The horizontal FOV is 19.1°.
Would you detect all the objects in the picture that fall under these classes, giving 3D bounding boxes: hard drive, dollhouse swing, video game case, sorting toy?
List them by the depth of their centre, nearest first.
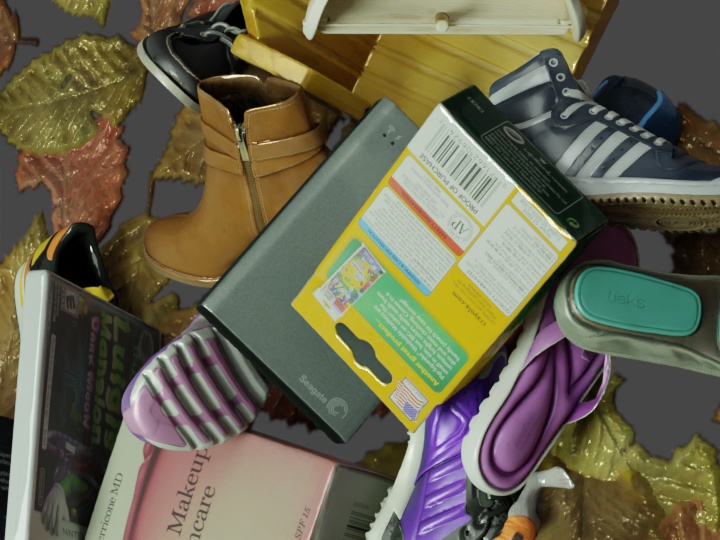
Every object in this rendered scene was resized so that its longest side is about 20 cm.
[{"bbox_3d":[0.060,-0.205,1.426,0.198,0.180,0.108,0,98,-1],"label":"sorting toy"},{"bbox_3d":[0.000,0.000,1.490,0.200,0.140,0.033,-49,10,-15],"label":"hard drive"},{"bbox_3d":[0.050,-0.194,1.537,0.175,0.181,0.201,29,92,47],"label":"dollhouse swing"},{"bbox_3d":[-0.202,0.120,1.592,0.023,0.182,0.202,-5,73,22],"label":"video game case"}]

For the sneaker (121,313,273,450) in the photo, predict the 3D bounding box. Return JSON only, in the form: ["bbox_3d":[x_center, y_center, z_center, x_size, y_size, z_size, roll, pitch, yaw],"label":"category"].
[{"bbox_3d":[-0.101,0.061,1.522,0.088,0.200,0.081,-5,116,47],"label":"sneaker"}]

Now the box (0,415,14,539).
[{"bbox_3d":[-0.294,0.213,1.617,0.117,0.196,0.201,-40,57,19],"label":"box"}]

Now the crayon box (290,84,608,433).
[{"bbox_3d":[0.055,-0.005,1.401,0.126,0.051,0.200,46,127,10],"label":"crayon box"}]

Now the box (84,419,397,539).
[{"bbox_3d":[-0.082,0.180,1.536,0.199,0.109,0.129,14,84,36],"label":"box"}]

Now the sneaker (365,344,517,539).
[{"bbox_3d":[0.078,0.144,1.470,0.099,0.069,0.202,21,92,30],"label":"sneaker"}]

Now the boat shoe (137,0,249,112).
[{"bbox_3d":[-0.115,-0.172,1.626,0.073,0.200,0.063,45,105,-3],"label":"boat shoe"}]

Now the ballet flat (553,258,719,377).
[{"bbox_3d":[0.221,0.036,1.385,0.198,0.064,0.068,13,72,-1],"label":"ballet flat"}]

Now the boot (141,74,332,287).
[{"bbox_3d":[-0.097,-0.067,1.568,0.198,0.156,0.077,4,42,35],"label":"boot"}]

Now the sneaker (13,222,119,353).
[{"bbox_3d":[-0.221,0.056,1.678,0.090,0.069,0.202,-47,49,43],"label":"sneaker"}]

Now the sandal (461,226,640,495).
[{"bbox_3d":[0.140,0.062,1.427,0.050,0.082,0.204,18,78,54],"label":"sandal"}]

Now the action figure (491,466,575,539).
[{"bbox_3d":[0.078,0.242,1.388,0.193,0.201,0.104,-36,44,-16],"label":"action figure"}]

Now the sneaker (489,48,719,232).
[{"bbox_3d":[0.167,-0.086,1.405,0.198,0.070,0.110,2,73,22],"label":"sneaker"}]

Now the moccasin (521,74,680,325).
[{"bbox_3d":[0.140,-0.046,1.485,0.200,0.081,0.068,-48,52,-4],"label":"moccasin"}]
